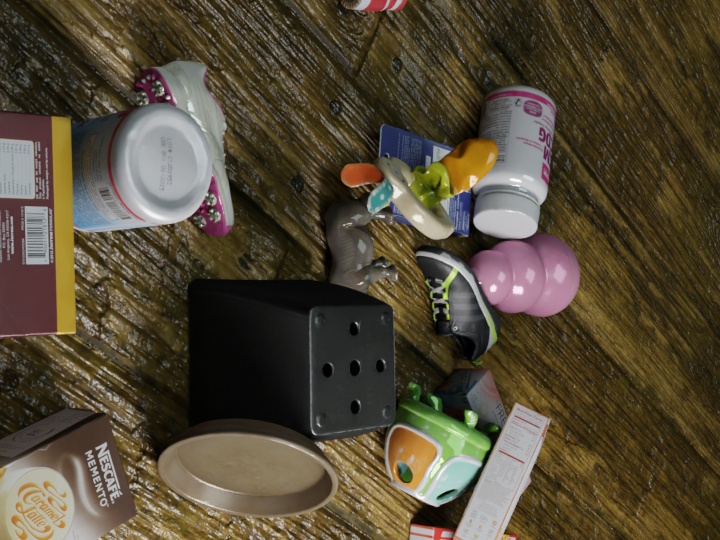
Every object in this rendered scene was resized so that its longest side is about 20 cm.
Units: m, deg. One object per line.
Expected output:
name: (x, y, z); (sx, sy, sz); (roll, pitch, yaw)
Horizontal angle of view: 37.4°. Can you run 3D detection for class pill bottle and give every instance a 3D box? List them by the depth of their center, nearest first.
pill bottle: (-0.241, -0.094, 1.031); (0.108, 0.198, 0.111); (2, 87, -45)
pill bottle: (0.224, -0.157, 1.563); (0.113, 0.112, 0.203); (29, 62, -41)

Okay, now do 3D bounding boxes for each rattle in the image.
rattle: (0.082, -0.125, 1.339); (0.199, 0.141, 0.132); (31, 41, -52)

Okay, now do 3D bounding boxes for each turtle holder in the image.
turtle holder: (0.101, 0.242, 1.436); (0.134, 0.139, 0.186); (-65, 170, -7)

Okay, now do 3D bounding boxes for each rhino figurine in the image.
rhino figurine: (0.000, 0.000, 1.371); (0.086, 0.060, 0.204); (-5, 93, -18)

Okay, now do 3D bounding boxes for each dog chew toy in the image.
dog chew toy: (0.234, 0.009, 1.582); (0.197, 0.124, 0.127); (-3, 90, -38)

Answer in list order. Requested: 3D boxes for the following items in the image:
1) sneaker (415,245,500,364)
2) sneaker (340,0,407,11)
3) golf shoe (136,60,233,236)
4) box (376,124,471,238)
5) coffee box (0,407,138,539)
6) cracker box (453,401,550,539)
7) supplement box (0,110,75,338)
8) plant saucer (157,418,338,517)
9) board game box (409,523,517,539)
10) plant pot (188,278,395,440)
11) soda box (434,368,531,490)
sneaker: (0.133, 0.054, 1.503); (0.083, 0.071, 0.201); (-50, 118, -24)
sneaker: (0.026, -0.446, 1.416); (0.111, 0.071, 0.204); (-3, 98, -42)
golf shoe: (-0.175, -0.140, 1.194); (0.091, 0.074, 0.203); (-36, 115, -44)
box: (0.083, -0.123, 1.487); (0.198, 0.032, 0.124); (12, 79, -46)
coffee box: (-0.326, 0.223, 1.014); (0.199, 0.079, 0.116); (-27, 107, -43)
cracker box: (0.188, 0.293, 1.432); (0.202, 0.057, 0.134); (-60, 165, -21)
supplement box: (-0.373, -0.037, 0.939); (0.198, 0.131, 0.201); (-1, 89, -46)
plant saucer: (-0.121, 0.214, 1.154); (0.200, 0.198, 0.030); (39, 41, -37)
board game box: (0.141, 0.446, 1.511); (0.198, 0.046, 0.155); (17, 76, -44)
plant pot: (-0.067, 0.111, 1.220); (0.197, 0.176, 0.204); (1, 88, -45)
soda box: (0.180, 0.244, 1.549); (0.068, 0.063, 0.203); (-39, 115, -39)
